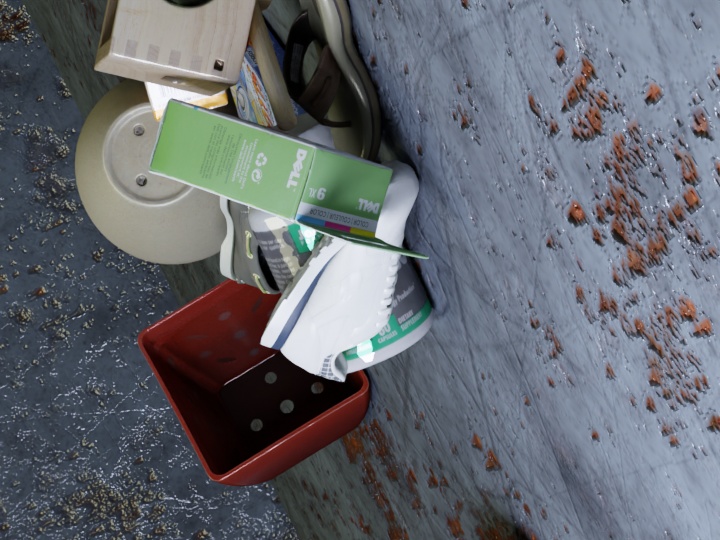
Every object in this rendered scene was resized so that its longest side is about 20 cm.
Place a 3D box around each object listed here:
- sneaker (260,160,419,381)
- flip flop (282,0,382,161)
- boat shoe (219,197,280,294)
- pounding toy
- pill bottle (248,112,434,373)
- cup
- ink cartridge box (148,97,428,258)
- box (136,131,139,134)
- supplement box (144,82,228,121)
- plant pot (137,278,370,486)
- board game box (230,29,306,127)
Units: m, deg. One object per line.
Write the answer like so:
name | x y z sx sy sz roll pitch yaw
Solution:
sneaker | 0.000 0.000 1.532 0.080 0.200 0.076 33 -148 -3
flip flop | -0.032 -0.159 1.482 0.081 0.057 0.201 49 161 46
boat shoe | -0.091 -0.052 1.816 0.060 0.072 0.202 29 146 16
pounding toy | -0.117 -0.207 1.497 0.200 0.141 0.185 -171 93 -78
pill bottle | -0.025 -0.025 1.625 0.201 0.113 0.113 65 169 -14
cup | -0.194 -0.108 1.934 0.201 0.200 0.143 63 -179 2
ink cartridge box | -0.047 -0.068 1.438 0.199 0.060 0.104 20 -176 35
box | -0.307 -0.210 2.732 0.042 0.039 0.200 64 169 4
supplement box | -0.183 -0.254 1.803 0.126 0.073 0.201 -109 5 -68
plant pot | -0.101 0.130 2.197 0.200 0.199 0.176 59 179 24
board game box | -0.084 -0.152 1.809 0.136 0.034 0.200 55 167 37
